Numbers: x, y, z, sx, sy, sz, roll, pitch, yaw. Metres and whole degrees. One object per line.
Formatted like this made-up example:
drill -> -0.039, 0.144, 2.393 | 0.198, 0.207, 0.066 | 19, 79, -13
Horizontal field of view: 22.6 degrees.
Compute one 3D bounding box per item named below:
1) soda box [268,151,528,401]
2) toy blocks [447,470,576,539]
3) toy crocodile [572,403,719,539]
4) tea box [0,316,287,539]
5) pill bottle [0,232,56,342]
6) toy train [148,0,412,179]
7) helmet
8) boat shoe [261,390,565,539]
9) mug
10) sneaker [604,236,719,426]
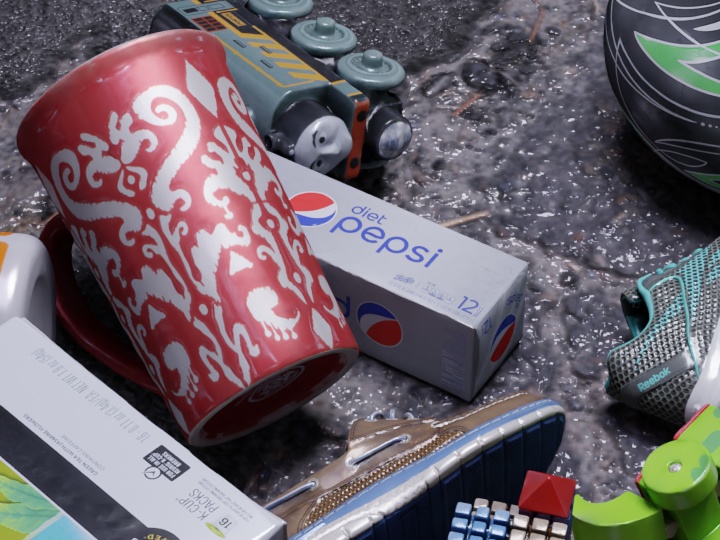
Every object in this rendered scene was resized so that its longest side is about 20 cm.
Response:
soda box -> 0.000, 0.000, 1.087 | 0.199, 0.064, 0.068 | 23, 48, 23
toy blocks -> 0.064, 0.170, 0.844 | 0.099, 0.138, 0.201 | 10, 42, 10
toy crocodile -> 0.199, 0.094, 0.963 | 0.199, 0.068, 0.062 | -38, 36, -13
tea box -> -0.169, 0.161, 0.852 | 0.199, 0.135, 0.196 | 32, 51, 30
pill bottle -> -0.277, 0.032, 1.009 | 0.197, 0.114, 0.114 | 3, 42, 2
toy train -> -0.055, -0.124, 1.197 | 0.113, 0.086, 0.200 | -16, 41, -34
helmet -> 0.256, -0.141, 1.155 | 0.190, 0.200, 0.201 | -32, 41, 14
boat shoe -> 0.020, 0.110, 0.959 | 0.199, 0.073, 0.072 | -26, 47, -27
mug -> -0.097, -0.006, 1.030 | 0.132, 0.178, 0.201 | -22, 73, -24
sneaker -> 0.202, 0.016, 1.069 | 0.090, 0.078, 0.201 | 13, 42, 19
